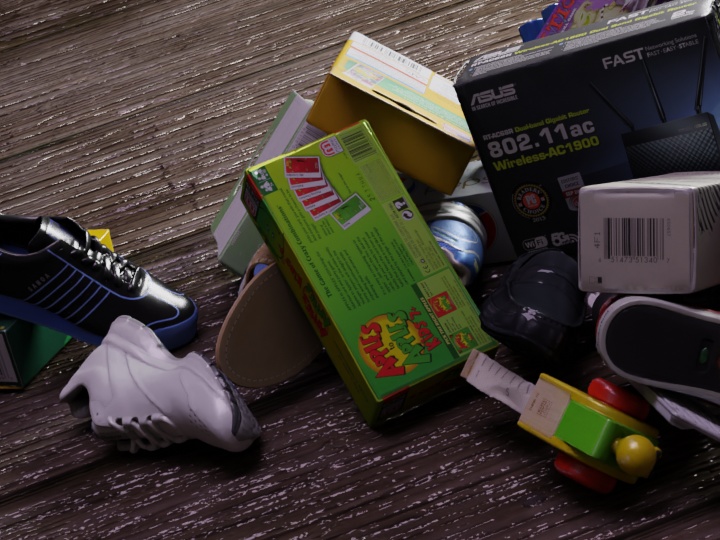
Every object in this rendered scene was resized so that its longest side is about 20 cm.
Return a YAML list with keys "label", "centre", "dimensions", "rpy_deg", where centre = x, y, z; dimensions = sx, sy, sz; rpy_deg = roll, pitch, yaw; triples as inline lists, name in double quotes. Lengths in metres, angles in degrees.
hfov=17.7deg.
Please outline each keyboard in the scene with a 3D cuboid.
- label: "keyboard"
  centre: [0.199, 0.078, 1.495]
  dimensions: [0.056, 0.011, 0.200]
  rpy_deg: [21, 9, -12]

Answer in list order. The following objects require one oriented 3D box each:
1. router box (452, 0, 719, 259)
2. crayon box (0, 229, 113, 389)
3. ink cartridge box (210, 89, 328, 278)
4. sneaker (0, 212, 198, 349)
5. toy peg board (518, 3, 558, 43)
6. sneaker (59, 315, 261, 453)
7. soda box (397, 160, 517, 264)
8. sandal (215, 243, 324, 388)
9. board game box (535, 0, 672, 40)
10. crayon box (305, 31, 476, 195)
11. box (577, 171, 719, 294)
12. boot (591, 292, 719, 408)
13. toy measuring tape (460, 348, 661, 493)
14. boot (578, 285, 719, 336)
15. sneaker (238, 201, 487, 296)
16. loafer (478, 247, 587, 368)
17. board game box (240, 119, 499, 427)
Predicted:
- label: "router box"
  centre: [0.184, -0.101, 1.659]
  dimensions: [0.199, 0.151, 0.062]
  rpy_deg: [-14, 20, 23]
- label: "crayon box"
  centre: [-0.323, 0.029, 1.902]
  dimensions: [0.199, 0.059, 0.173]
  rpy_deg: [-1, 29, 26]
- label: "ink cartridge box"
  centre: [-0.067, -0.071, 1.892]
  dimensions: [0.146, 0.048, 0.200]
  rpy_deg: [-59, 8, 4]
- label: "sneaker"
  centre: [-0.218, 0.003, 1.794]
  dimensions: [0.199, 0.078, 0.070]
  rpy_deg: [13, 36, -8]
- label: "toy peg board"
  centre: [0.229, -0.226, 1.929]
  dimensions: [0.198, 0.098, 0.200]
  rpy_deg: [-14, -10, -34]
- label: "sneaker"
  centre: [-0.143, 0.101, 1.669]
  dimensions: [0.087, 0.075, 0.200]
  rpy_deg: [-45, 32, -19]
- label: "soda box"
  centre: [0.060, -0.040, 1.832]
  dimensions: [0.199, 0.064, 0.068]
  rpy_deg: [-8, 25, 12]
- label: "sandal"
  centre: [-0.050, 0.006, 1.723]
  dimensions: [0.069, 0.078, 0.212]
  rpy_deg: [-5, 44, 57]
- label: "board game box"
  centre: [0.175, -0.164, 1.778]
  dimensions: [0.201, 0.032, 0.120]
  rpy_deg: [-59, 28, 1]
- label: "crayon box"
  centre: [0.029, -0.121, 1.781]
  dimensions: [0.125, 0.052, 0.200]
  rpy_deg: [27, 15, -2]
- label: "box"
  centre: [0.211, -0.027, 1.518]
  dimensions: [0.082, 0.069, 0.200]
  rpy_deg: [1, 6, 23]
- label: "boot"
  centre: [0.247, 0.057, 1.490]
  dimensions: [0.199, 0.073, 0.144]
  rpy_deg: [20, 7, 2]
- label: "toy measuring tape"
  centre: [0.138, 0.097, 1.505]
  dimensions: [0.073, 0.074, 0.200]
  rpy_deg: [-24, 23, -20]
- label: "boot"
  centre: [0.247, -0.020, 1.681]
  dimensions: [0.173, 0.070, 0.200]
  rpy_deg: [-4, 29, 22]
- label: "sneaker"
  centre: [0.000, 0.000, 1.766]
  dimensions: [0.199, 0.076, 0.077]
  rpy_deg: [-16, 26, 8]
- label: "loafer"
  centre: [0.123, 0.019, 1.590]
  dimensions: [0.068, 0.071, 0.201]
  rpy_deg: [28, 8, 0]
- label: "board game box"
  centre: [0.005, 0.000, 1.654]
  dimensions: [0.101, 0.048, 0.201]
  rpy_deg: [-24, 70, -18]
